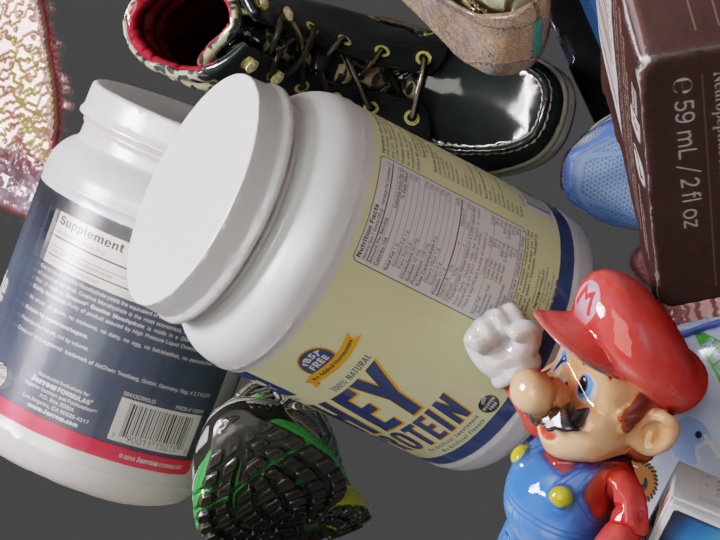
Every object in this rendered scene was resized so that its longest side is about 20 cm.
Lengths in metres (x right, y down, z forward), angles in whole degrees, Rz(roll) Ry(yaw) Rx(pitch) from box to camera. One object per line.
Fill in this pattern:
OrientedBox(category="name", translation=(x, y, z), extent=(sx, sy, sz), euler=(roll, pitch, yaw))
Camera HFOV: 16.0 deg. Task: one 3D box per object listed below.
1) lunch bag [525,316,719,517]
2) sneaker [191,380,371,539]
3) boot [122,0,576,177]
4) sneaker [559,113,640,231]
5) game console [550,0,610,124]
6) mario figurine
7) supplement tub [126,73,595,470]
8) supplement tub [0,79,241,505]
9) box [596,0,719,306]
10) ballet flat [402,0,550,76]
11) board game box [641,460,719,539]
OrientedBox(category="lunch bag", translation=(0.166, 0.121, 1.280), extent=(0.160, 0.075, 0.201), euler=(-19, 81, 25))
OrientedBox(category="sneaker", translation=(-0.052, 0.094, 1.314), extent=(0.078, 0.200, 0.086), euler=(-24, 75, 1))
OrientedBox(category="boot", translation=(-0.008, -0.100, 1.311), extent=(0.203, 0.153, 0.074), euler=(14, 90, 36))
OrientedBox(category="sneaker", translation=(0.189, -0.041, 1.260), extent=(0.199, 0.089, 0.079), euler=(6, 105, 26))
OrientedBox(category="game console", translation=(0.163, -0.175, 1.275), extent=(0.199, 0.171, 0.119), euler=(-28, 50, 21))
OrientedBox(category="mario figurine", translation=(0.082, 0.091, 1.176), extent=(0.123, 0.106, 0.201), euler=(24, 112, 16))
OrientedBox(category="supplement tub", translation=(0.000, 0.000, 1.269), extent=(0.145, 0.199, 0.145), euler=(-46, 30, 36))
OrientedBox(category="supplement tub", translation=(-0.121, 0.012, 1.380), extent=(0.140, 0.140, 0.201), euler=(24, 98, 24))
OrientedBox(category="box", translation=(0.211, -0.110, 1.156), extent=(0.199, 0.166, 0.165), euler=(-10, 48, 3))
OrientedBox(category="ballet flat", translation=(0.019, -0.179, 1.271), extent=(0.200, 0.067, 0.068), euler=(38, 69, 8))
OrientedBox(category="board game box", translation=(0.169, 0.196, 1.212), extent=(0.126, 0.035, 0.201), euler=(23, 122, 1))
